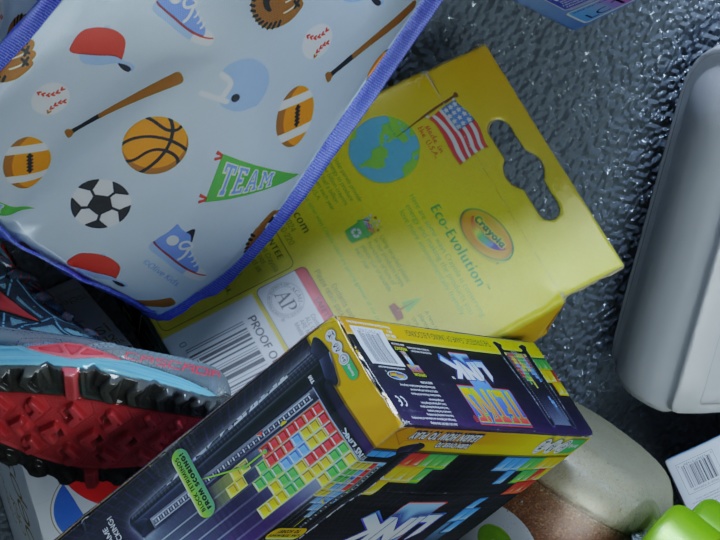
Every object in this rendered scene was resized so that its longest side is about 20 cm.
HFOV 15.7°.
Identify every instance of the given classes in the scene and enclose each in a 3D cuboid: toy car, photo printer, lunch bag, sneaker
[{"bbox_3d":[0.058,0.156,1.234,0.200,0.164,0.158,-55,164,8],"label":"toy car"},{"bbox_3d":[0.221,-0.031,1.310,0.166,0.069,0.201,-5,120,-31],"label":"photo printer"},{"bbox_3d":[-0.088,-0.096,1.051,0.170,0.124,0.201,32,90,-40],"label":"lunch bag"},{"bbox_3d":[-0.146,0.022,1.069,0.199,0.096,0.079,11,144,-2],"label":"sneaker"}]

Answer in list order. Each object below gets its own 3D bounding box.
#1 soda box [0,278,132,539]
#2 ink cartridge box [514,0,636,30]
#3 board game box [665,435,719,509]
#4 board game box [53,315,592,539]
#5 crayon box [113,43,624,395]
[{"bbox_3d":[-0.123,0.108,1.185,0.063,0.068,0.201,-23,127,-18],"label":"soda box"},{"bbox_3d":[0.100,-0.172,1.065,0.136,0.077,0.200,-25,165,20],"label":"ink cartridge box"},{"bbox_3d":[0.260,0.086,1.356,0.199,0.034,0.134,-25,160,4],"label":"board game box"},{"bbox_3d":[-0.013,0.093,1.080,0.165,0.057,0.200,-41,160,18],"label":"board game box"},{"bbox_3d":[0.000,0.000,1.158,0.199,0.127,0.051,-27,166,-14],"label":"crayon box"}]
